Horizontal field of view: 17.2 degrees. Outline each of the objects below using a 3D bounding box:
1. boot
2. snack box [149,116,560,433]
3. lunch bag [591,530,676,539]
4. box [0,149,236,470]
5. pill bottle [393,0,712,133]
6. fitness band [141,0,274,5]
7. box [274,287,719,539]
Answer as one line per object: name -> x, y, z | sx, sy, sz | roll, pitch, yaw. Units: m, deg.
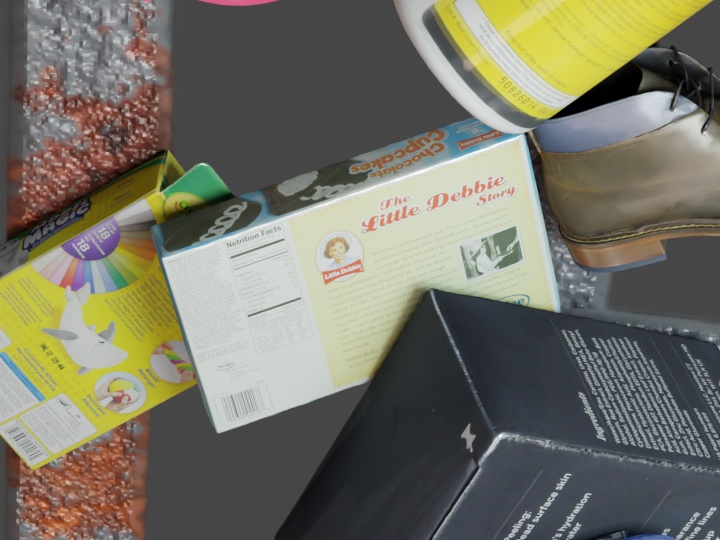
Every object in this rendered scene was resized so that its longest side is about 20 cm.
boot -> 0.180, -0.071, 1.207 | 0.199, 0.075, 0.097 | -21, 124, 19
snack box -> 0.000, 0.000, 1.254 | 0.199, 0.037, 0.117 | -19, 123, -6
lunch bag -> 0.106, 0.223, 1.249 | 0.159, 0.076, 0.201 | -15, 136, -4
box -> -0.133, 0.018, 1.302 | 0.199, 0.049, 0.118 | -26, 119, 21
pill bottle -> 0.118, -0.161, 1.126 | 0.199, 0.112, 0.112 | -35, 116, 24
fitness band -> -0.085, -0.212, 1.152 | 0.143, 0.038, 0.200 | -33, 117, 20
box -> 0.091, 0.130, 1.289 | 0.199, 0.118, 0.197 | 11, 127, -31
